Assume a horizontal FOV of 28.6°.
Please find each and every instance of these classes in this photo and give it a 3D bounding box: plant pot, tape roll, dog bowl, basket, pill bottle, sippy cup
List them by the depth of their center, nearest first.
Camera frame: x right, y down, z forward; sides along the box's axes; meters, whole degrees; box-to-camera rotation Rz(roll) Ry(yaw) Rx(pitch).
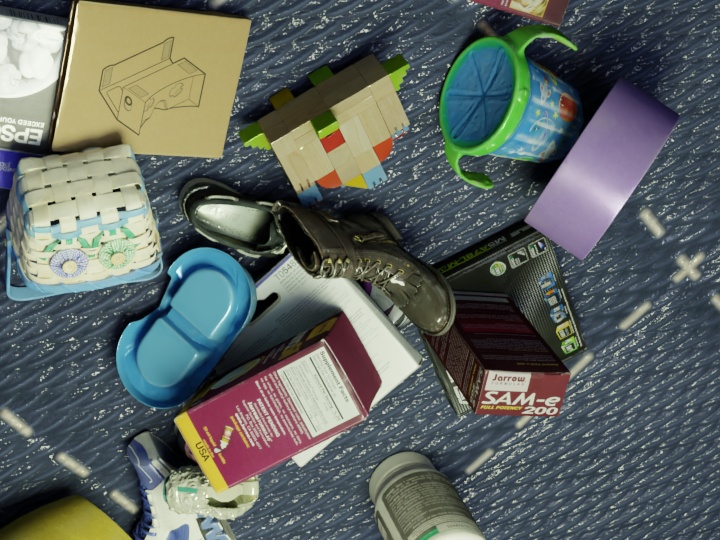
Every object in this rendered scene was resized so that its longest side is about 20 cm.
[{"bbox_3d":[-0.302,-0.036,1.523,0.175,0.140,0.200,-12,154,-14],"label":"basket"},{"bbox_3d":[0.180,-0.184,1.620,0.130,0.141,0.177,15,152,-36],"label":"sippy cup"},{"bbox_3d":[-0.194,0.065,1.624,0.111,0.050,0.201,40,101,13],"label":"dog bowl"},{"bbox_3d":[0.278,-0.118,1.631,0.085,0.200,0.201,33,104,5],"label":"tape roll"},{"bbox_3d":[-0.348,0.354,1.679,0.142,0.199,0.201,-49,124,-22],"label":"plant pot"},{"bbox_3d":[0.083,0.322,1.788,0.112,0.200,0.114,-8,118,-15],"label":"pill bottle"}]

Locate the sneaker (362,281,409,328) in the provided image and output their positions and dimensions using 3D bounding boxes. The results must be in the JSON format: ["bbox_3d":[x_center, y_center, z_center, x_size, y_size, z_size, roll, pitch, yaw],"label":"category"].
[{"bbox_3d":[-0.035,0.070,1.715,0.199,0.074,0.088,-32,83,13],"label":"sneaker"}]

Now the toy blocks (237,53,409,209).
[{"bbox_3d":[-0.019,-0.145,1.594,0.199,0.100,0.137,-30,133,-2],"label":"toy blocks"}]

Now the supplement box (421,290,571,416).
[{"bbox_3d":[0.154,0.094,1.649,0.108,0.200,0.061,3,114,-18],"label":"supplement box"}]

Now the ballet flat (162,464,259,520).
[{"bbox_3d":[-0.160,0.266,1.693,0.072,0.072,0.200,-55,157,12],"label":"ballet flat"}]

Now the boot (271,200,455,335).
[{"bbox_3d":[0.000,0.000,1.586,0.173,0.200,0.069,0,133,-53],"label":"boot"}]

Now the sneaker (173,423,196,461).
[{"bbox_3d":[-0.124,0.199,1.723,0.198,0.082,0.071,-10,116,-15],"label":"sneaker"}]

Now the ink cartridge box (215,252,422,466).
[{"bbox_3d":[-0.063,0.094,1.657,0.199,0.041,0.200,-40,94,15],"label":"ink cartridge box"}]

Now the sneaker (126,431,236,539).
[{"bbox_3d":[-0.243,0.305,1.736,0.115,0.081,0.200,-33,123,-3],"label":"sneaker"}]

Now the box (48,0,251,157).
[{"bbox_3d":[-0.223,-0.200,1.504,0.198,0.021,0.165,0,117,-33],"label":"box"}]

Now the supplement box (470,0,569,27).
[{"bbox_3d":[0.139,-0.351,1.540,0.198,0.086,0.111,11,111,-23],"label":"supplement box"}]

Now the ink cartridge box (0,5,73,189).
[{"bbox_3d":[-0.412,-0.179,1.459,0.196,0.043,0.202,7,113,-23],"label":"ink cartridge box"}]

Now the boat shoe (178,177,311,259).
[{"bbox_3d":[-0.113,-0.046,1.618,0.198,0.060,0.076,14,110,-24],"label":"boat shoe"}]

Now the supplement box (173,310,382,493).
[{"bbox_3d":[-0.089,0.146,1.584,0.199,0.131,0.104,-28,96,13],"label":"supplement box"}]

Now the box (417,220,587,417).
[{"bbox_3d":[0.170,0.060,1.778,0.192,0.048,0.201,-27,120,-7],"label":"box"}]
